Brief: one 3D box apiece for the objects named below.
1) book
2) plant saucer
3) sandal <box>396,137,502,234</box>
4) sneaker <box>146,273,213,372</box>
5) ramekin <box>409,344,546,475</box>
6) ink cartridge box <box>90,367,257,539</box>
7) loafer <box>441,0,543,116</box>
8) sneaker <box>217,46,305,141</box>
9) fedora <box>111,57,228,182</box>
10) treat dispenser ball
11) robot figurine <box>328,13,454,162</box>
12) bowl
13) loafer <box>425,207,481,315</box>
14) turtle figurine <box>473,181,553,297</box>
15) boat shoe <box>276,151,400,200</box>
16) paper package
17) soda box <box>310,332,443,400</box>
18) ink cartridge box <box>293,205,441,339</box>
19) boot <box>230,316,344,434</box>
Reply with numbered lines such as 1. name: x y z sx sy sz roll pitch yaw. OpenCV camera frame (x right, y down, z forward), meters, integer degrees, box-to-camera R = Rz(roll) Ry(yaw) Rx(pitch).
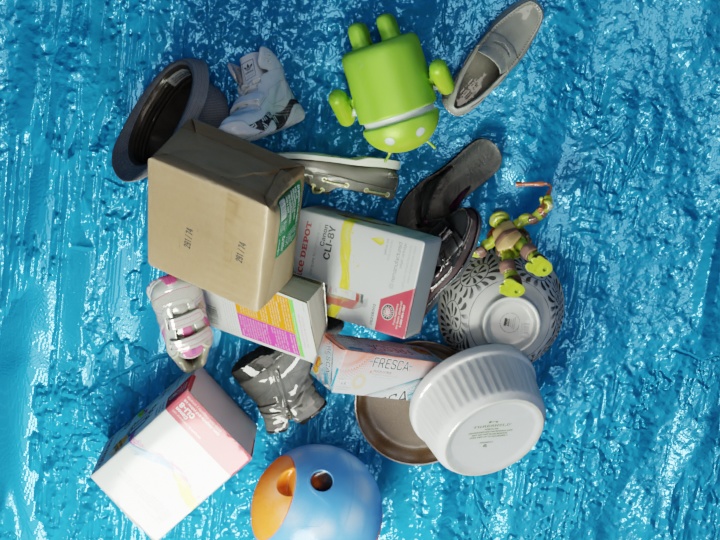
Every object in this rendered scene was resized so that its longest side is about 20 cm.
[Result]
1. book: -0.143 0.054 1.583 0.199 0.048 0.134 18 134 24
2. plant saucer: 0.089 0.203 1.703 0.198 0.032 0.202 -1 102 -3
3. sandal: 0.127 -0.116 1.625 0.075 0.048 0.201 42 98 -10
4. sneaker: -0.250 0.075 1.577 0.081 0.089 0.201 -21 147 -9
5. ramekin: 0.178 0.212 1.605 0.201 0.095 0.203 -12 133 -13
6. ink cartridge box: -0.276 0.269 1.641 0.200 0.145 0.145 -42 101 6
7. loafer: 0.193 -0.304 1.576 0.070 0.070 0.201 36 99 -10
8. sneaker: -0.154 -0.240 1.519 0.075 0.200 0.116 -19 97 28
9. fedora: -0.256 -0.198 1.550 0.090 0.177 0.201 29 95 -38
10. treat dispenser ball: -0.065 0.362 1.643 0.199 0.201 0.203 -1 103 -3
11. robot figurine: 0.043 -0.258 1.554 0.174 0.116 0.202 -15 101 9
12. bowl: 0.218 0.071 1.649 0.199 0.094 0.203 0 103 -2
13. loafer: 0.106 -0.009 1.614 0.063 0.072 0.201 11 122 -39
14. turtle figurine: 0.212 -0.034 1.609 0.199 0.162 0.064 -28 132 12
15. boat shoe: -0.042 -0.139 1.600 0.200 0.072 0.061 3 98 -7
16. paper package: -0.180 -0.070 1.454 0.189 0.104 0.201 23 135 13
17. soda box: 0.029 0.142 1.591 0.199 0.063 0.069 11 104 -38
18. ink cartridge box: 0.000 0.000 1.589 0.199 0.083 0.146 16 101 20
19. boot: -0.086 0.155 1.673 0.199 0.070 0.132 -30 105 15
